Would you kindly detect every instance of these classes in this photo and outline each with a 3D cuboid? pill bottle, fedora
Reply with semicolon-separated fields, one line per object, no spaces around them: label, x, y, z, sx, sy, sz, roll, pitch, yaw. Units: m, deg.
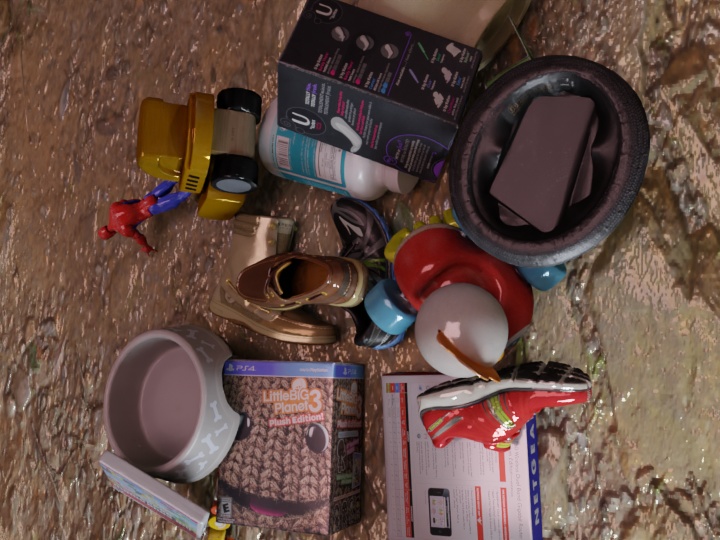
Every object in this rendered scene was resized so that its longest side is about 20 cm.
pill bottle;-0.023;-0.153;0.955;0.199;0.111;0.112;19;95;26
fedora;0.186;-0.101;0.738;0.199;0.091;0.203;-1;87;25

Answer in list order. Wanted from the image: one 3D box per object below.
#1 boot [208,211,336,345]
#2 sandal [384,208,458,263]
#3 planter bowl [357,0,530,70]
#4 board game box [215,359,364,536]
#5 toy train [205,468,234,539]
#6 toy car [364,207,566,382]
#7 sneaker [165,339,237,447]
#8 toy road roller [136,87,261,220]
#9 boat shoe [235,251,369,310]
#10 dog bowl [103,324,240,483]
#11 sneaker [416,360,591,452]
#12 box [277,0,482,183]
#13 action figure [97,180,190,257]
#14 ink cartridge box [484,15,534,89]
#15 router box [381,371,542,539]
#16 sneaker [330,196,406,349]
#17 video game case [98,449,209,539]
boot;-0.105;0.008;1.010;0.199;0.073;0.157;17;93;31
sandal;0.132;-0.036;0.899;0.199;0.080;0.087;-24;113;16
planter bowl;0.110;-0.311;0.860;0.135;0.200;0.201;40;104;11
board game box;-0.086;0.215;0.955;0.158;0.097;0.202;-2;81;21
toy train;-0.179;0.362;0.998;0.055;0.150;0.202;11;87;-9
toy car;0.117;0.056;0.795;0.184;0.176;0.201;-45;24;26
sneaker;-0.217;0.162;1.027;0.078;0.089;0.201;-34;50;22
toy road roller;-0.210;-0.152;0.962;0.200;0.144;0.124;145;128;-67
boat shoe;-0.084;0.009;0.909;0.199;0.067;0.073;-2;78;40
dog bowl;-0.243;0.165;0.951;0.198;0.059;0.202;-7;76;29
sneaker;0.158;0.151;0.818;0.199;0.077;0.086;-16;90;31
box;0.017;-0.199;0.834;0.198;0.122;0.107;20;66;1
action figure;-0.290;-0.093;1.120;0.199;0.099;0.066;-29;71;-1
ink cartridge box;0.195;-0.171;0.848;0.059;0.104;0.202;-28;75;21
router box;0.117;0.222;0.893;0.178;0.049;0.202;-4;85;26
sneaker;0.000;0.000;0.943;0.071;0.082;0.202;-31;70;56
video game case;-0.257;0.287;0.952;0.142;0.200;0.018;31;63;2
